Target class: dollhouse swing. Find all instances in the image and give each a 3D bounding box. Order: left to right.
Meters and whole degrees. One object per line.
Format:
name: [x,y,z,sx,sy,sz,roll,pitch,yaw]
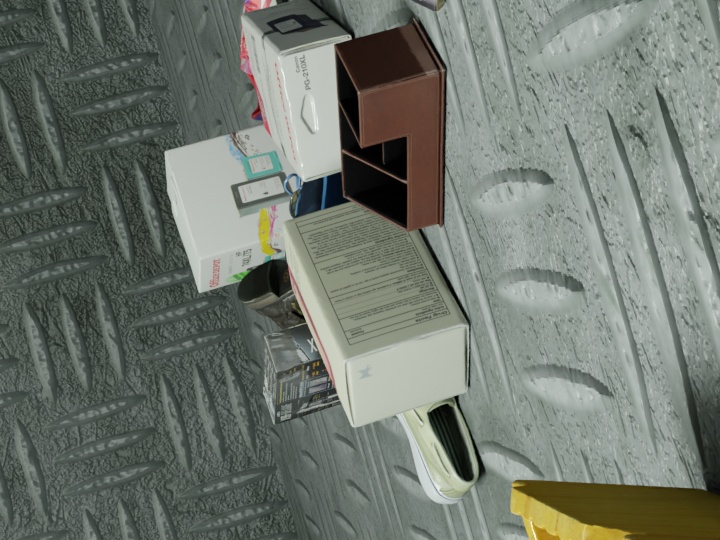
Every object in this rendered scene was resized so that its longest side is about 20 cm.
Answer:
dollhouse swing: [0.183,0.221,0.841,0.200,0.181,0.177,-172,86,-78]

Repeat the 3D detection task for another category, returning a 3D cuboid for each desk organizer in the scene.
desk organizer: [0.027,-0.119,1.335,0.200,0.077,0.072,87,163,-50]

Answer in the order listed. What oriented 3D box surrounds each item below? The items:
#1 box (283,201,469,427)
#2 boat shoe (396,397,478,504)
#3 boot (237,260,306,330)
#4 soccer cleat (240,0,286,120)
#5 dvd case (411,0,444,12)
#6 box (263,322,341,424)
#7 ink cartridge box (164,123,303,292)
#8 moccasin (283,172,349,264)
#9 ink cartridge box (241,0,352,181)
box: [0.014,0.035,1.491,0.109,0.127,0.200,85,165,-48]
boat shoe: [0.074,0.140,1.548,0.062,0.072,0.201,-41,66,51]
boot: [-0.036,0.042,1.842,0.174,0.199,0.069,44,-140,-43]
soccer cleat: [-0.121,-0.284,1.854,0.068,0.073,0.201,-139,34,-71]
dvd case: [0.003,-0.307,1.148,0.148,0.016,0.200,31,148,25]
box: [-0.035,0.110,1.773,0.200,0.157,0.050,98,154,-67]
ink cartridge box: [-0.125,-0.084,1.828,0.147,0.199,0.146,109,143,-73]
moccasin: [-0.052,-0.076,1.649,0.081,0.068,0.200,56,-157,-23]
ink cartridge box: [-0.060,-0.201,1.635,0.200,0.084,0.145,-126,23,-64]
